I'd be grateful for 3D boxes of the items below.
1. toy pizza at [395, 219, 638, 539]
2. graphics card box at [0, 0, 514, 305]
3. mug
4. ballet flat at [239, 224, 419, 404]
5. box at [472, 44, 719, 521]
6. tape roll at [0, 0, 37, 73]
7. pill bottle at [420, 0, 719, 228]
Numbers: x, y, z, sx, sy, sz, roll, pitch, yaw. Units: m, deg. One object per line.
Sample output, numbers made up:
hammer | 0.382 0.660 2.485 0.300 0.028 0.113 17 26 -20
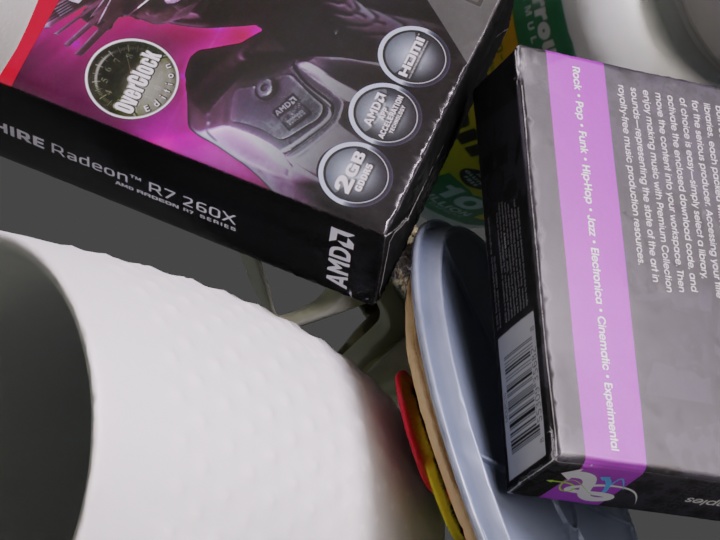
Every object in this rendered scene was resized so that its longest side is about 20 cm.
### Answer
toy pizza | 0.053 0.079 0.985 0.200 0.032 0.200 59 16 -29
graphics card box | -0.060 -0.082 0.977 0.199 0.051 0.126 23 60 7
mug | -0.049 0.086 0.926 0.175 0.200 0.148 16 103 -43
ballet flat | 0.000 0.000 1.070 0.075 0.068 0.200 -45 116 -15
box | 0.134 0.013 0.965 0.199 0.036 0.143 9 62 -25
tape roll | -0.192 -0.134 0.852 0.139 0.202 0.203 -1 80 -39
pill bottle | 0.089 -0.087 1.070 0.113 0.200 0.113 10 74 -37
